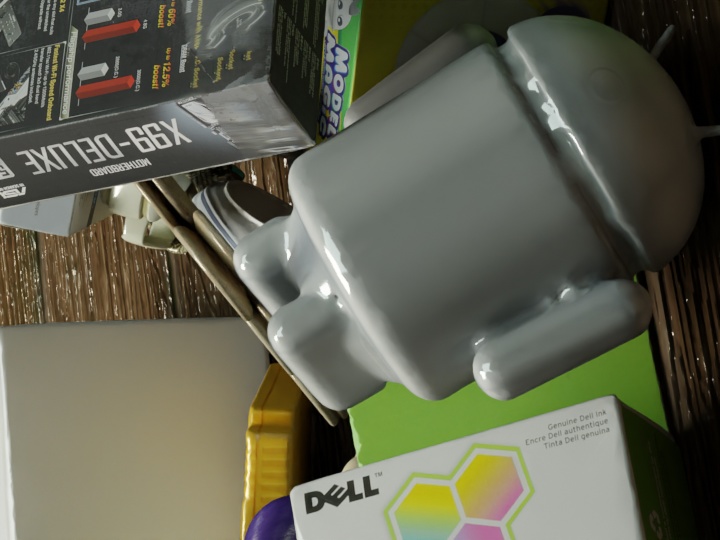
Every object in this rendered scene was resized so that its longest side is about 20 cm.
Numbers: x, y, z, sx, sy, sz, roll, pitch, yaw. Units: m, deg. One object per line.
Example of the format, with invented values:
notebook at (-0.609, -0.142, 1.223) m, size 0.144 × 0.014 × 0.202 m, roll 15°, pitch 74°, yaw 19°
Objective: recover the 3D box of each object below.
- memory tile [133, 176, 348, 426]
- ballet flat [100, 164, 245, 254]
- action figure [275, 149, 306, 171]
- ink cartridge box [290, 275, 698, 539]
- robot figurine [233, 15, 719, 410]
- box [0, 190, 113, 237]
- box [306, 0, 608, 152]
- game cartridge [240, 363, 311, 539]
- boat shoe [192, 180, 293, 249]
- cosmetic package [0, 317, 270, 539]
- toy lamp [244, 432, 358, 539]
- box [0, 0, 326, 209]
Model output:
memory tile at (-0.078, -0.023, 1.175) m, size 0.200 × 0.017 × 0.153 m, roll 50°, pitch 178°, yaw 38°
ballet flat at (-0.100, -0.049, 1.345) m, size 0.075 × 0.068 × 0.200 m, roll -59°, pitch -12°, yaw -11°
action figure at (-0.063, -0.104, 1.366) m, size 0.200 × 0.149 × 0.134 m, roll -1°, pitch 97°, yaw 55°
ink cartridge box at (0.049, 0.078, 1.070) m, size 0.148 × 0.076 × 0.200 m, roll -18°, pitch 68°, yaw 20°
robot figurine at (0.051, -0.026, 1.042) m, size 0.170 × 0.200 × 0.113 m, roll 63°, pitch -173°, yaw 33°
box at (-0.139, -0.104, 1.384) m, size 0.200 × 0.041 × 0.156 m, roll -59°, pitch -20°, yaw -83°
box at (0.040, -0.082, 1.131) m, size 0.048 × 0.117 × 0.200 m, roll -128°, pitch 42°, yaw -57°
game cartridge at (-0.046, 0.159, 1.387) m, size 0.176 × 0.032 × 0.200 m, roll -71°, pitch -18°, yaw -84°
boat shoe at (0.000, 0.000, 1.267) m, size 0.200 × 0.074 × 0.067 m, roll 36°, pitch 115°, yaw 28°
cosmetic package at (-0.155, 0.127, 1.562) m, size 0.200 × 0.167 × 0.167 m, roll 152°, pitch 115°, yaw -65°
toy lamp at (-0.007, 0.105, 1.187) m, size 0.200 × 0.058 × 0.058 m, roll -51°, pitch -28°, yaw -64°
box at (-0.092, -0.131, 1.095) m, size 0.050 × 0.158 × 0.200 m, roll 52°, pitch -146°, yaw -51°
